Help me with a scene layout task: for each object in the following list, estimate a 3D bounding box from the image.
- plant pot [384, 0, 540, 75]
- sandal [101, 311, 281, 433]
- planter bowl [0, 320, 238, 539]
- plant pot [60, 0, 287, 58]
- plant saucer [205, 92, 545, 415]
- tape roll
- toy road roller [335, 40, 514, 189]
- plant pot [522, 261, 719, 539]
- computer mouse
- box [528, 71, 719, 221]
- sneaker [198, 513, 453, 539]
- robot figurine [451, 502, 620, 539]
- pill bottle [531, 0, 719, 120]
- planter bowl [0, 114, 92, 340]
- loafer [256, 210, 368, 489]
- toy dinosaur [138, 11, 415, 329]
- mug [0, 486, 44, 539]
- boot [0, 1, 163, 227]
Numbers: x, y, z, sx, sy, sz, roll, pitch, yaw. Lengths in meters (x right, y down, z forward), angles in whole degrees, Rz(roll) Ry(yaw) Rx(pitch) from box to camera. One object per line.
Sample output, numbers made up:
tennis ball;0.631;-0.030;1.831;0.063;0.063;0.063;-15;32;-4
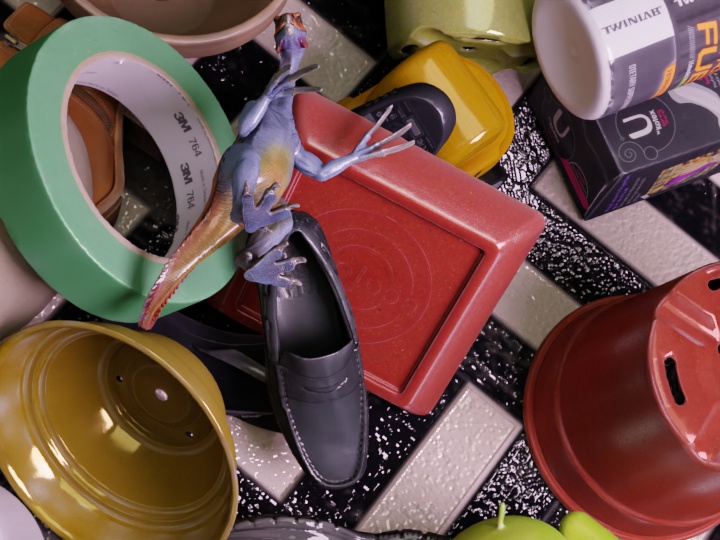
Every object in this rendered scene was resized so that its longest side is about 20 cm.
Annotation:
plant pot;0.091;-0.258;1.006;0.200;0.200;0.185;4;84;-8
sandal;-0.098;0.079;0.921;0.199;0.043;0.076;14;114;2
planter bowl;-0.156;0.105;0.875;0.200;0.201;0.083;38;36;3
plant pot;-0.151;-0.242;0.992;0.200;0.093;0.202;5;67;-12
plant saucer;0.000;0.000;0.908;0.199;0.200;0.037;28;32;-1
tape roll;-0.156;-0.068;0.840;0.200;0.048;0.201;32;47;-43
toy road roller;0.025;-0.090;0.954;0.200;0.146;0.123;-33;81;-17
plant pot;0.242;0.089;0.913;0.200;0.195;0.202;3;73;-9
computer mouse;-0.018;-0.082;0.911;0.059;0.199;0.034;58;27;-20
box;0.258;-0.139;1.030;0.199;0.106;0.123;-18;75;-14
sneaker;-0.021;0.222;0.894;0.199;0.076;0.091;10;77;-5
robot figurine;0.120;0.251;0.863;0.175;0.116;0.200;-45;116;-18
pill bottle;0.236;-0.193;0.932;0.199;0.106;0.107;-23;79;-14
planter bowl;-0.298;-0.056;0.827;0.199;0.135;0.201;-5;76;18
loafer;-0.034;0.059;0.859;0.068;0.070;0.201;-13;101;-8
toy dinosaur;-0.070;-0.084;0.804;0.199;0.105;0.182;-19;43;4
mug;-0.272;0.211;0.809;0.149;0.153;0.187;-28;80;-17
boot;-0.235;-0.094;0.924;0.154;0.074;0.200;33;58;-3
